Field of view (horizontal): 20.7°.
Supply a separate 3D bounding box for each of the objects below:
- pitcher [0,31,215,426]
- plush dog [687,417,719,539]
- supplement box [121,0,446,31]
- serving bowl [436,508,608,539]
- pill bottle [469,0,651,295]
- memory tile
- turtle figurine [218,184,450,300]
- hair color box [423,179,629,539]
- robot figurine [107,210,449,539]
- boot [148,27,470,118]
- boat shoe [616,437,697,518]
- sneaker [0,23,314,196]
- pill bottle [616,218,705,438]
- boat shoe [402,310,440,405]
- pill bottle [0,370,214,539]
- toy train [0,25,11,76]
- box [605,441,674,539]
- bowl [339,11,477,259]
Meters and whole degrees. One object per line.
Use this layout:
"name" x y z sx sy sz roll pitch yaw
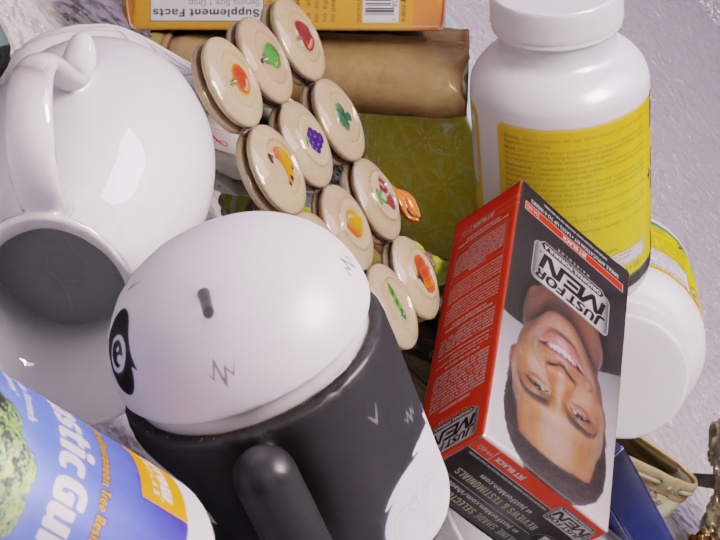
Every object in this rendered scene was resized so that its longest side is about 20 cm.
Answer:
"pitcher" -0.134 -0.051 0.937 0.201 0.120 0.173 -85 177 -56
"plush dog" 0.302 0.226 1.458 0.199 0.161 0.172 36 42 -7
"supplement box" -0.048 -0.184 1.211 0.198 0.070 0.067 1 15 -10
"serving bowl" 0.081 0.173 1.143 0.200 0.066 0.201 42 24 -23
"pill bottle" 0.124 -0.083 1.218 0.112 0.111 0.202 -91 176 -58
"memory tile" -0.018 -0.045 1.056 0.201 0.017 0.153 63 25 -8
"turtle figurine" 0.000 0.000 1.158 0.198 0.065 0.162 24 48 -7
"hair color box" 0.095 0.056 1.115 0.101 0.061 0.201 37 41 -24
"robot figurine" -0.035 0.072 0.869 0.125 0.149 0.201 -41 124 -30
"boot" -0.031 -0.117 1.212 0.198 0.067 0.176 4 28 1
"boat shoe" 0.158 0.109 1.408 0.200 0.063 0.074 42 24 -23
"sneaker" -0.099 -0.085 1.080 0.198 0.079 0.099 9 9 -28
"pill bottle" 0.176 0.038 1.332 0.113 0.113 0.200 48 15 -8
"boat shoe" 0.016 0.019 1.246 0.200 0.072 0.072 43 22 -19
"pill bottle" -0.126 0.111 0.752 0.199 0.112 0.113 36 26 -34
"toy train" -0.244 -0.122 0.932 0.115 0.085 0.200 61 21 -3
"box" 0.144 0.131 1.253 0.121 0.032 0.201 42 -11 49
"bowl" 0.047 -0.077 1.392 0.201 0.107 0.201 60 14 -24
